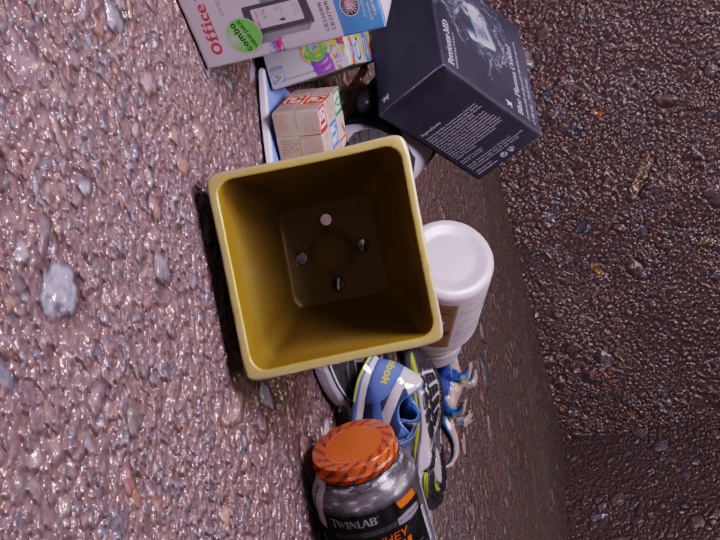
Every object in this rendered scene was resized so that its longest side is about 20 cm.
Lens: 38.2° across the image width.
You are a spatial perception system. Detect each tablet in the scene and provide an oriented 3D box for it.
[{"bbox_3d":[-0.082,-0.155,1.285,0.200,0.013,0.133,33,49,-69],"label":"tablet"}]

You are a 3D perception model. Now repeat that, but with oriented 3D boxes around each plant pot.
[{"bbox_3d":[-0.033,-0.015,1.064,0.200,0.191,0.199,-103,-178,-88],"label":"plant pot"}]

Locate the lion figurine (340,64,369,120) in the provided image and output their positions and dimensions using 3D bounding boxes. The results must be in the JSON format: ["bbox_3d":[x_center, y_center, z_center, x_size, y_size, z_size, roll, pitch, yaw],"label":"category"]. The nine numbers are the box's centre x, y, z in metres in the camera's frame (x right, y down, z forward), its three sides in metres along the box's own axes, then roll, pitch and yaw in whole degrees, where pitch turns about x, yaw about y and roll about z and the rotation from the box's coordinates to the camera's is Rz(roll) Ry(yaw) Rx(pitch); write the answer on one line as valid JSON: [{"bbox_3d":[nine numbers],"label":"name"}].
[{"bbox_3d":[0.001,-0.234,1.531,0.200,0.071,0.125,52,58,-72],"label":"lion figurine"}]

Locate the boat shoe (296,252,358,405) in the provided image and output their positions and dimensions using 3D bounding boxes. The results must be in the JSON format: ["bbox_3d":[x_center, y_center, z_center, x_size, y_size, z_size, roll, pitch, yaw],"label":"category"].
[{"bbox_3d":[-0.024,0.070,1.235,0.072,0.069,0.204,-72,151,-62],"label":"boat shoe"}]

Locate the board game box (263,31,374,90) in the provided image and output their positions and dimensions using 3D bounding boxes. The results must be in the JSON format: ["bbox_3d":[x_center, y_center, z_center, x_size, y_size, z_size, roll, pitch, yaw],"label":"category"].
[{"bbox_3d":[-0.053,-0.292,1.285,0.200,0.103,0.105,-50,124,-74],"label":"board game box"}]

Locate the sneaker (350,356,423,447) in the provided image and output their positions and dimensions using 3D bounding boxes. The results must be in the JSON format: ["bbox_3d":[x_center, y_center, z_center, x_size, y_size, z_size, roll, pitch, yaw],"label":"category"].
[{"bbox_3d":[0.030,0.201,1.270,0.074,0.081,0.204,-61,159,-60],"label":"sneaker"}]

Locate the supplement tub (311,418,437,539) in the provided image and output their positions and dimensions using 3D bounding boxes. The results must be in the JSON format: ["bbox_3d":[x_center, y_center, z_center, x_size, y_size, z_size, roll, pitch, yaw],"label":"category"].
[{"bbox_3d":[0.017,0.277,1.157,0.123,0.120,0.203,-68,144,-63],"label":"supplement tub"}]

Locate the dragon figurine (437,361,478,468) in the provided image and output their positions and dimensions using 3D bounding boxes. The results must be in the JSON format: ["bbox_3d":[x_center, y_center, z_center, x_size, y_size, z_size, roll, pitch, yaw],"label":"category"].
[{"bbox_3d":[0.103,0.173,1.421,0.059,0.097,0.204,49,47,-60],"label":"dragon figurine"}]

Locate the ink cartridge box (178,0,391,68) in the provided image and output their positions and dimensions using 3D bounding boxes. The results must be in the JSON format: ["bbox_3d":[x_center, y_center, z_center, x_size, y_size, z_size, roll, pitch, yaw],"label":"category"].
[{"bbox_3d":[-0.079,-0.321,1.049,0.147,0.196,0.148,-80,154,-49],"label":"ink cartridge box"}]

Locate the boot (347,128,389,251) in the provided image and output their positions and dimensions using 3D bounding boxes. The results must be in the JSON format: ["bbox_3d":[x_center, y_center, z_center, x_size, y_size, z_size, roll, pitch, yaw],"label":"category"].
[{"bbox_3d":[0.017,-0.059,1.256,0.132,0.066,0.203,103,-22,-55],"label":"boot"}]

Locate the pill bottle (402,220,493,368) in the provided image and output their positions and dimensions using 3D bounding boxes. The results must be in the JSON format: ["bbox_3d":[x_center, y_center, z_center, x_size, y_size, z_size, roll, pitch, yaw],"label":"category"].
[{"bbox_3d":[0.101,0.039,1.335,0.201,0.112,0.116,97,-6,-56],"label":"pill bottle"}]

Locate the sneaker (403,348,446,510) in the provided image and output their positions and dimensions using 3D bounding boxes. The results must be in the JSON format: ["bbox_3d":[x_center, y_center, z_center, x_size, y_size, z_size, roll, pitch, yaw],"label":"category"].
[{"bbox_3d":[0.061,0.202,1.329,0.074,0.079,0.205,-3,92,-65],"label":"sneaker"}]

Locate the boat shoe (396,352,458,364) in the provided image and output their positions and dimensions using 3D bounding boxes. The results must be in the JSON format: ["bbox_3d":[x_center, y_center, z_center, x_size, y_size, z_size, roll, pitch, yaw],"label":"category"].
[{"bbox_3d":[0.092,0.119,1.541,0.061,0.074,0.202,85,-14,-47],"label":"boat shoe"}]

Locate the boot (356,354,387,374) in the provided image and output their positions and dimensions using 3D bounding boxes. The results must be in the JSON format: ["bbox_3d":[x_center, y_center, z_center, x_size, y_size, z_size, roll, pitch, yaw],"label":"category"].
[{"bbox_3d":[0.034,0.159,1.426,0.166,0.064,0.202,-85,154,-50],"label":"boot"}]

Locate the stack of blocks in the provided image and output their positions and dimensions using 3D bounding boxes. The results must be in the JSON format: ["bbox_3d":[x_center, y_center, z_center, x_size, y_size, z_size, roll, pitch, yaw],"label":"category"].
[{"bbox_3d":[-0.044,-0.114,1.255,0.116,0.057,0.204,-61,145,-59],"label":"stack of blocks"}]

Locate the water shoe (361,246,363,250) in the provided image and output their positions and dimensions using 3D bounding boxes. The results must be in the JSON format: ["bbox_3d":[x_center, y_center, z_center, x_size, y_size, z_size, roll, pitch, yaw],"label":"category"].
[{"bbox_3d":[0.000,0.000,1.359,0.202,0.077,0.072,-85,158,-45],"label":"water shoe"}]

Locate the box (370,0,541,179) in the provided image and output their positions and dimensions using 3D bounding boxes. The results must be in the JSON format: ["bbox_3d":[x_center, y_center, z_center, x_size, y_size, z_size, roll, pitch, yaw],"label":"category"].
[{"bbox_3d":[0.120,-0.260,1.350,0.198,0.117,0.200,25,46,-37],"label":"box"}]

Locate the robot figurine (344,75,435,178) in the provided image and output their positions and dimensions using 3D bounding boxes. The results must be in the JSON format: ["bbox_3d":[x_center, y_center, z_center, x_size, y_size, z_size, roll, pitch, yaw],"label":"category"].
[{"bbox_3d":[0.034,-0.166,1.389,0.150,0.124,0.200,46,46,-6],"label":"robot figurine"}]
